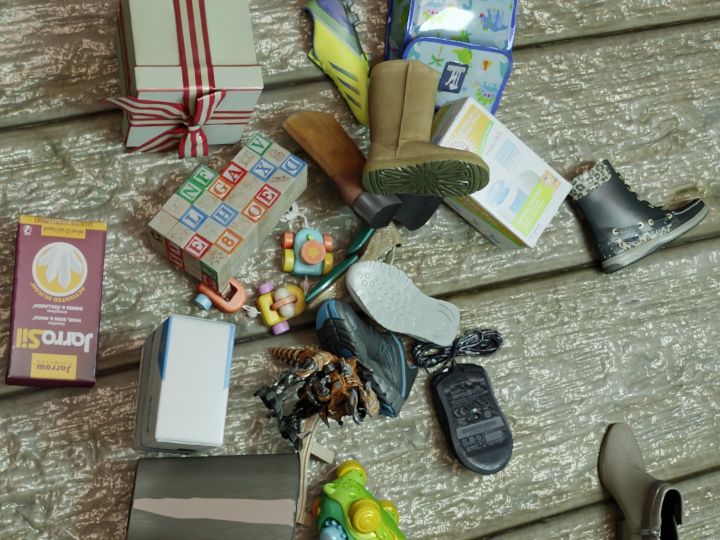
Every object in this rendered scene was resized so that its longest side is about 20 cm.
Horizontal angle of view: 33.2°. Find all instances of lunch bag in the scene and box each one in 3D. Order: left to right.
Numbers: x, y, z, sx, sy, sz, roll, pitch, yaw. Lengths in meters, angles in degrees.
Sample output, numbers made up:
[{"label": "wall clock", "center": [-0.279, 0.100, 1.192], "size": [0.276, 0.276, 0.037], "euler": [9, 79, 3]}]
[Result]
[{"label": "lunch bag", "center": [0.126, -0.325, 1.716], "size": [0.167, 0.127, 0.203], "euler": [7, 96, -16]}]

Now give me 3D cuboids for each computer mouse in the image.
[{"label": "computer mouse", "center": [0.151, 0.186, 1.660], "size": [0.136, 0.053, 0.203], "euler": [-8, 70, -16]}]

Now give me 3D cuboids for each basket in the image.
[{"label": "basket", "center": [-0.185, 0.300, 1.490], "size": [0.197, 0.136, 0.183], "euler": [10, 96, -10]}]

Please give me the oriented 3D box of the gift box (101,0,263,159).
[{"label": "gift box", "center": [-0.240, -0.254, 1.560], "size": [0.197, 0.185, 0.190], "euler": [-6, 72, -14]}]

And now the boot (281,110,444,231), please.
[{"label": "boot", "center": [0.005, -0.139, 1.656], "size": [0.187, 0.069, 0.200], "euler": [-13, 53, -48]}]

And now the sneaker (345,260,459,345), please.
[{"label": "sneaker", "center": [0.042, 0.045, 1.595], "size": [0.199, 0.080, 0.077], "euler": [34, 77, -38]}]

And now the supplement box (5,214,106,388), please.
[{"label": "supplement box", "center": [-0.379, 0.041, 1.504], "size": [0.109, 0.086, 0.203], "euler": [4, 78, -16]}]

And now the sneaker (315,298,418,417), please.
[{"label": "sneaker", "center": [0.009, 0.102, 1.599], "size": [0.082, 0.073, 0.201], "euler": [-52, 128, -28]}]

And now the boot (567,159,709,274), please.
[{"label": "boot", "center": [0.408, -0.102, 1.780], "size": [0.202, 0.073, 0.155], "euler": [-28, 85, -21]}]

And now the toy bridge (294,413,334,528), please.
[{"label": "toy bridge", "center": [-0.060, 0.236, 1.573], "size": [0.027, 0.067, 0.203], "euler": [8, 72, 27]}]

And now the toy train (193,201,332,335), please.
[{"label": "toy train", "center": [-0.121, -0.004, 1.607], "size": [0.150, 0.056, 0.200], "euler": [43, 71, -5]}]

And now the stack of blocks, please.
[{"label": "stack of blocks", "center": [-0.172, -0.085, 1.586], "size": [0.114, 0.059, 0.201], "euler": [32, 64, 13]}]

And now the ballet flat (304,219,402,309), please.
[{"label": "ballet flat", "center": [0.000, 0.000, 1.619], "size": [0.065, 0.070, 0.200], "euler": [49, 54, -13]}]

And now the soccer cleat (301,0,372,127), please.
[{"label": "soccer cleat", "center": [-0.027, -0.294, 1.700], "size": [0.083, 0.065, 0.203], "euler": [-18, 89, 11]}]

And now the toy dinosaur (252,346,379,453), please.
[{"label": "toy dinosaur", "center": [-0.056, 0.152, 1.536], "size": [0.135, 0.199, 0.103], "euler": [-40, 109, -16]}]

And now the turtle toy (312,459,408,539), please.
[{"label": "turtle toy", "center": [0.007, 0.349, 1.544], "size": [0.101, 0.146, 0.201], "euler": [-36, 109, 2]}]

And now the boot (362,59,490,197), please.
[{"label": "boot", "center": [0.087, -0.194, 1.580], "size": [0.172, 0.067, 0.202], "euler": [2, 52, 8]}]

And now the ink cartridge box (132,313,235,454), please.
[{"label": "ink cartridge box", "center": [-0.219, 0.145, 1.473], "size": [0.082, 0.200, 0.147], "euler": [8, 77, -17]}]

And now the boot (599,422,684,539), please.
[{"label": "boot", "center": [0.392, 0.306, 1.654], "size": [0.069, 0.146, 0.203], "euler": [-2, 79, -15]}]

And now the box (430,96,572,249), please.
[{"label": "box", "center": [0.175, -0.133, 1.677], "size": [0.199, 0.101, 0.113], "euler": [39, 78, -16]}]
